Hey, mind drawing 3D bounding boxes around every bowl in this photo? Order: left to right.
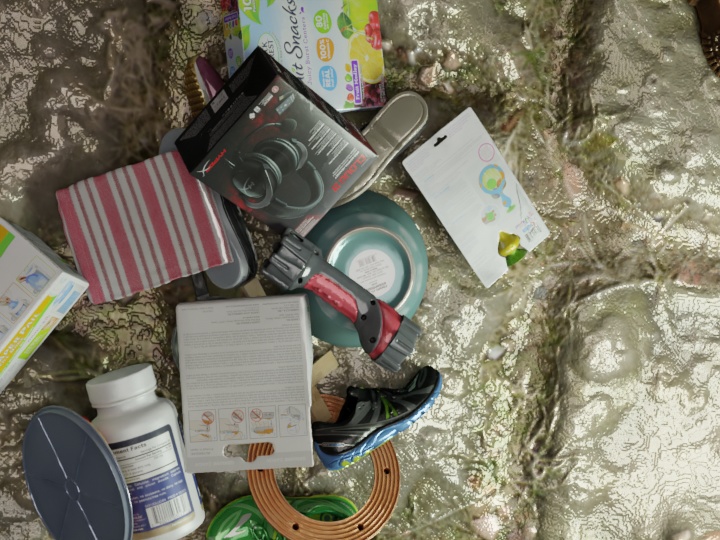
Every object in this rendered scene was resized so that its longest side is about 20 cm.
[{"bbox_3d":[0.000,0.000,1.439,0.198,0.105,0.204,-1,93,-11],"label":"bowl"}]

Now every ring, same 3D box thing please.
[{"bbox_3d":[-0.046,0.250,1.445,0.197,0.019,0.203,8,59,-13],"label":"ring"}]

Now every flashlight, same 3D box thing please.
[{"bbox_3d":[-0.025,0.039,1.351,0.199,0.068,0.068,34,116,-11],"label":"flashlight"}]

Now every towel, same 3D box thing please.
[{"bbox_3d":[-0.258,-0.053,1.385,0.197,0.030,0.148,-16,96,15],"label":"towel"}]

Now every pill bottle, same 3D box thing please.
[{"bbox_3d":[-0.263,0.220,1.395,0.110,0.111,0.203,-15,96,-10],"label":"pill bottle"}]

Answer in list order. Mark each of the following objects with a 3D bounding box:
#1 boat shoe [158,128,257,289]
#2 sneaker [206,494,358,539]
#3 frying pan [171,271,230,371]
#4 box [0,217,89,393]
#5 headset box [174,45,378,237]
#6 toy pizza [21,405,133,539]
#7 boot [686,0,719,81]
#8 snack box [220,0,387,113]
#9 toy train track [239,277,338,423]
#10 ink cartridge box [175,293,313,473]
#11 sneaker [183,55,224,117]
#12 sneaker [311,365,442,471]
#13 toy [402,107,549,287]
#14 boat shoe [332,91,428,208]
[{"bbox_3d":[-0.177,-0.078,1.407,0.073,0.068,0.201,-29,89,26],"label":"boat shoe"},{"bbox_3d":[-0.095,0.318,1.449,0.197,0.084,0.075,-7,95,-10],"label":"sneaker"},{"bbox_3d":[-0.201,0.061,1.437,0.115,0.031,0.191,-40,98,-10],"label":"frying pan"},{"bbox_3d":[-0.426,0.055,1.340,0.101,0.113,0.201,38,86,7],"label":"box"},{"bbox_3d":[-0.088,-0.134,1.334,0.149,0.077,0.199,-45,131,11],"label":"headset box"},{"bbox_3d":[-0.327,0.251,1.364,0.032,0.198,0.203,-23,99,-47],"label":"toy pizza"},{"bbox_3d":[0.504,-0.338,1.541,0.106,0.075,0.203,-21,96,-14],"label":"boot"},{"bbox_3d":[-0.065,-0.259,1.402,0.198,0.053,0.145,-9,95,-34],"label":"snack box"},{"bbox_3d":[-0.098,0.104,1.450,0.114,0.032,0.202,-35,103,-36],"label":"toy train track"},{"bbox_3d":[-0.135,0.134,1.391,0.158,0.050,0.203,-4,91,6],"label":"ink cartridge box"},{"bbox_3d":[-0.142,-0.177,1.422,0.089,0.075,0.202,-29,105,-17],"label":"sneaker"},{"bbox_3d":[0.023,0.171,1.455,0.198,0.071,0.083,-30,85,-26],"label":"sneaker"},{"bbox_3d":[0.145,-0.093,1.493,0.115,0.047,0.201,-38,103,-10],"label":"toy"},{"bbox_3d":[0.004,-0.140,1.439,0.199,0.063,0.073,-41,84,0],"label":"boat shoe"}]
